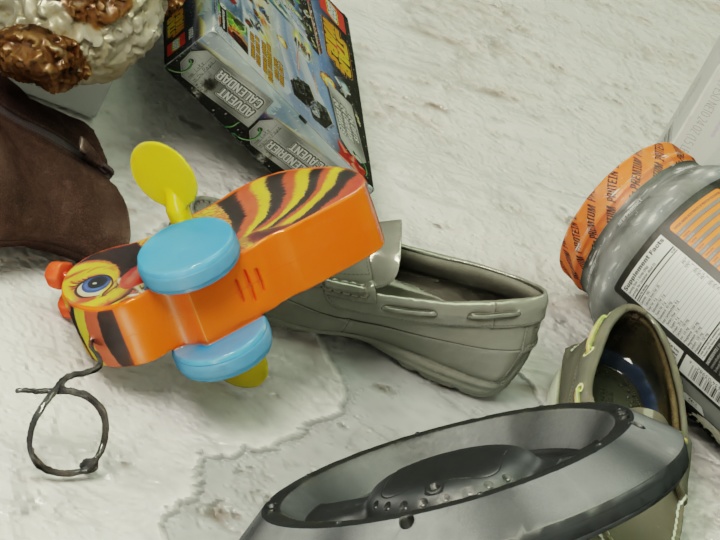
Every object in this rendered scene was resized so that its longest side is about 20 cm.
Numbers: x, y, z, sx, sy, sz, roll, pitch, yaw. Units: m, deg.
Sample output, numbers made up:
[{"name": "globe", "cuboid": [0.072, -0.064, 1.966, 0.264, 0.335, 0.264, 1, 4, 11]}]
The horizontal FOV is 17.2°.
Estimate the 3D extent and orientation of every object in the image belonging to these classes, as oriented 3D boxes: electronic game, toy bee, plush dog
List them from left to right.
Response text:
[{"name": "plush dog", "cuboid": [-0.163, -0.167, 1.161, 0.172, 0.160, 0.200, 57, 41, -13]}, {"name": "toy bee", "cuboid": [-0.094, 0.002, 1.101, 0.200, 0.131, 0.109, -13, 24, -36]}, {"name": "electronic game", "cuboid": [0.041, 0.100, 1.012, 0.200, 0.200, 0.042, -26, 103, -55]}]

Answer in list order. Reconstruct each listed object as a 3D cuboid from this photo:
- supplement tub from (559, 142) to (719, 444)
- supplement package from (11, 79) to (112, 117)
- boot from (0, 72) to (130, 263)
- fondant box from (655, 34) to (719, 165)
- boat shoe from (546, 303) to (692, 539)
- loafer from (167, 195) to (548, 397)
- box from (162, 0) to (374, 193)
[{"name": "supplement tub", "cuboid": [0.211, 0.027, 1.299, 0.200, 0.123, 0.122, 44, 33, 26]}, {"name": "supplement package", "cuboid": [-0.172, -0.195, 1.339, 0.114, 0.110, 0.200, 21, 30, -12]}, {"name": "boot", "cuboid": [-0.205, -0.087, 1.166, 0.166, 0.072, 0.200, 17, 40, -47]}, {"name": "fondant box", "cuboid": [0.277, -0.043, 1.441, 0.200, 0.144, 0.058, 26, 29, -4]}, {"name": "boat shoe", "cuboid": [0.131, 0.090, 1.195, 0.072, 0.060, 0.202, 22, 30, -11]}, {"name": "loafer", "cuboid": [0.000, 0.000, 1.217, 0.200, 0.070, 0.070, 19, 31, -15]}, {"name": "box", "cuboid": [-0.056, -0.130, 1.353, 0.137, 0.040, 0.200, 44, 21, -28]}]
